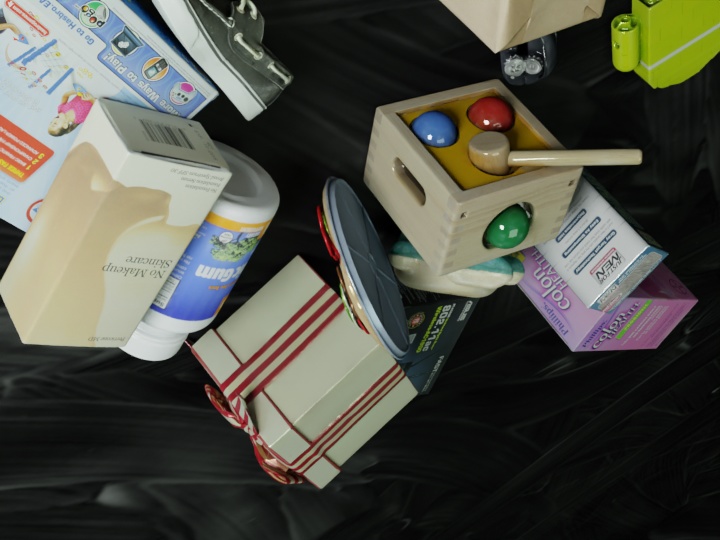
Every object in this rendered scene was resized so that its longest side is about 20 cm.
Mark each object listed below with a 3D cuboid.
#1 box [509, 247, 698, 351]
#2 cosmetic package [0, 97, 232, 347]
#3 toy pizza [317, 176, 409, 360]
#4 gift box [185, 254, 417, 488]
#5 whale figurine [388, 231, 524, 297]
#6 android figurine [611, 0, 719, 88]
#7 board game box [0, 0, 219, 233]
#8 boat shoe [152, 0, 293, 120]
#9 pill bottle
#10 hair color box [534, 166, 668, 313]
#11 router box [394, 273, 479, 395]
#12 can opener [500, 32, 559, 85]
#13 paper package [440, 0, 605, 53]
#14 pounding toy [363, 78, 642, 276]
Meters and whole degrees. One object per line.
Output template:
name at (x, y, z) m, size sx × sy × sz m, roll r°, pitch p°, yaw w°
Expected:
box at (0.316, 0.011, 1.305) m, size 0.199 × 0.176 × 0.097 m, roll 2°, pitch 132°, yaw -42°
cosmetic package at (-0.202, -0.032, 0.795) m, size 0.105 × 0.071 × 0.200 m, roll 5°, pitch 129°, yaw -46°
toy pizza at (0.000, 0.000, 1.006) m, size 0.032 × 0.201 × 0.200 m, roll -21°, pitch 148°, yaw 11°
gift box at (-0.076, 0.112, 1.093) m, size 0.187 × 0.185 × 0.200 m, roll -43°, pitch 143°, yaw -4°
whale figurine at (0.111, -0.024, 1.094) m, size 0.158 × 0.200 × 0.105 m, roll 8°, pitch 91°, yaw -7°
android figurine at (0.365, -0.288, 1.108) m, size 0.181 × 0.041 × 0.200 m, roll -33°, pitch 145°, yaw -5°
board game box at (-0.243, -0.137, 0.747) m, size 0.196 × 0.056 × 0.200 m, roll -40°, pitch 146°, yaw 6°
boat shoe at (-0.113, -0.197, 0.783) m, size 0.064 × 0.071 × 0.200 m, roll -36°, pitch 154°, yaw 3°
pill bottle at (-0.166, -0.014, 0.913) m, size 0.112 × 0.112 × 0.201 m, roll 3°, pitch 130°, yaw -43°
hair color box at (0.253, -0.055, 1.148) m, size 0.060 × 0.200 × 0.100 m, roll 14°, pitch 123°, yaw -49°
router box at (0.051, 0.090, 1.270) m, size 0.149 × 0.062 × 0.201 m, roll -9°, pitch 138°, yaw -35°
can opener at (0.161, -0.263, 0.958) m, size 0.063 × 0.079 × 0.201 m, roll 1°, pitch 144°, yaw 15°
paper package at (0.098, -0.297, 0.725) m, size 0.103 × 0.200 × 0.191 m, roll -21°, pitch 143°, yaw -20°
pounding toy at (0.137, -0.103, 0.990) m, size 0.183 × 0.200 × 0.143 m, roll -17°, pitch 142°, yaw -25°
